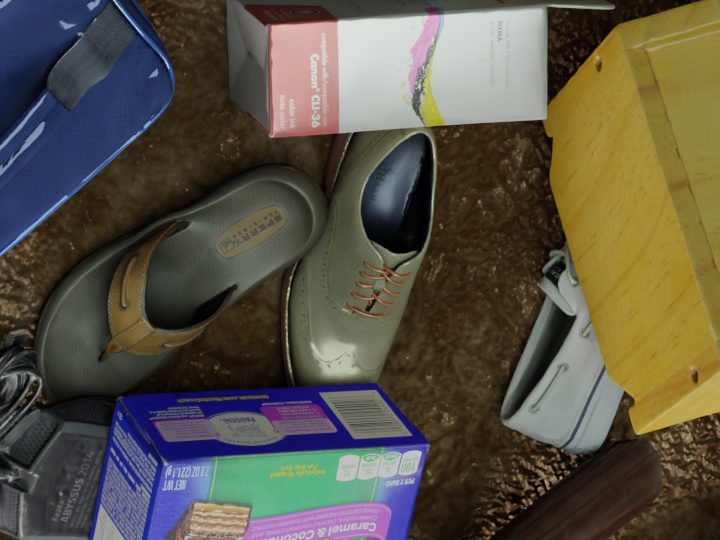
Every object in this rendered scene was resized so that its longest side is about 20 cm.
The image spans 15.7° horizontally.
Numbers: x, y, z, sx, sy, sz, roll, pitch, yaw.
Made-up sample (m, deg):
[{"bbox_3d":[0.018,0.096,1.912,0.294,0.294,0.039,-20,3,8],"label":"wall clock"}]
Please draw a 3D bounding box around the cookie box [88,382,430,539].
[{"bbox_3d":[-0.067,0.171,1.504,0.170,0.075,0.201,-2,120,-28],"label":"cookie box"}]

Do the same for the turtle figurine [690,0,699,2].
[{"bbox_3d":[0.281,-0.116,1.511,0.193,0.200,0.144,12,135,5],"label":"turtle figurine"}]

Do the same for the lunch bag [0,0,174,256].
[{"bbox_3d":[-0.209,-0.096,1.385,0.200,0.132,0.136,-43,129,-1],"label":"lunch bag"}]

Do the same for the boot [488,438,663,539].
[{"bbox_3d":[0.094,0.192,1.595,0.064,0.187,0.200,45,58,10],"label":"boot"}]

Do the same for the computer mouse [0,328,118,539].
[{"bbox_3d":[-0.158,0.105,1.494,0.199,0.053,0.139,14,110,-37],"label":"computer mouse"}]

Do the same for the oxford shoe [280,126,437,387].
[{"bbox_3d":[0.000,0.000,1.515,0.070,0.074,0.201,6,103,-17],"label":"oxford shoe"}]

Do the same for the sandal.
[{"bbox_3d":[-0.104,0.013,1.492,0.200,0.055,0.082,-31,109,8],"label":"sandal"}]

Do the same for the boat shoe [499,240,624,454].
[{"bbox_3d":[0.139,0.014,1.557,0.066,0.074,0.201,14,100,-17],"label":"boat shoe"}]

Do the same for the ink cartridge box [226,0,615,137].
[{"bbox_3d":[0.033,-0.123,1.469,0.199,0.116,0.068,-5,106,-13],"label":"ink cartridge box"}]

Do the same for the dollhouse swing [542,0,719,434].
[{"bbox_3d":[0.230,-0.040,1.470,0.175,0.182,0.201,-11,74,-20],"label":"dollhouse swing"}]
